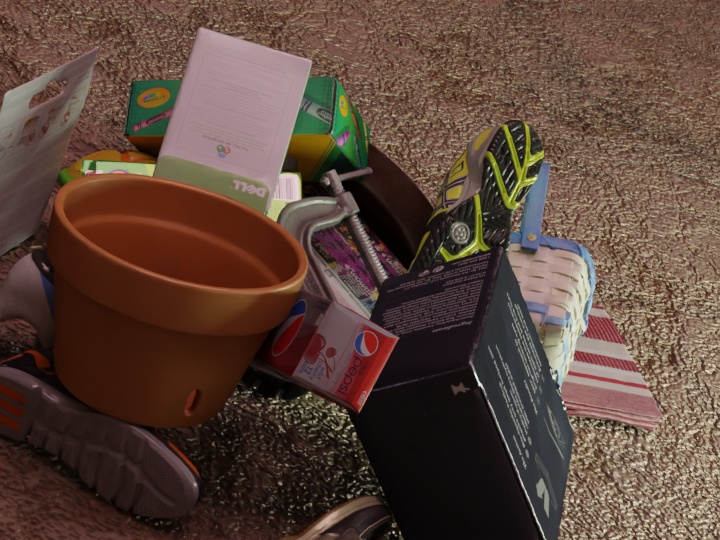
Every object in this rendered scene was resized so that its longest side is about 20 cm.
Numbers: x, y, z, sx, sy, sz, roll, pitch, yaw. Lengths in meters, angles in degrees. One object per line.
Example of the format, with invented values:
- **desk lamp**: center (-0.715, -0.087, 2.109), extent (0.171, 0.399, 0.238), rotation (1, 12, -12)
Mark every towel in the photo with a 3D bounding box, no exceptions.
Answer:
- **towel**: center (0.212, 0.088, 1.988), extent (0.144, 0.023, 0.200), rotation (12, 29, -19)

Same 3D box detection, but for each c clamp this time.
- **c clamp**: center (0.000, 0.000, 1.722), extent (0.171, 0.027, 0.200), rotation (-9, 73, -53)

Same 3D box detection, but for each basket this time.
- **basket**: center (0.154, 0.016, 1.883), extent (0.139, 0.176, 0.200), rotation (11, 44, 7)

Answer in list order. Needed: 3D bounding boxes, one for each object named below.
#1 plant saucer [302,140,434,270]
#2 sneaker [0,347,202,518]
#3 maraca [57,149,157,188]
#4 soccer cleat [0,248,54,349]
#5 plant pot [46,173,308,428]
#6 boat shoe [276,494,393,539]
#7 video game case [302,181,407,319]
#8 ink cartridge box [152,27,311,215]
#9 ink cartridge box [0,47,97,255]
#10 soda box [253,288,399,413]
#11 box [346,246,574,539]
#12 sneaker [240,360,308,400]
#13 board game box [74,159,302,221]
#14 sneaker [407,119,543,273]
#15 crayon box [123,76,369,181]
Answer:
- **plant saucer**: center (0.006, -0.051, 1.915), extent (0.200, 0.200, 0.034), rotation (38, 65, 23)
- **sneaker**: center (-0.195, 0.114, 1.559), extent (0.200, 0.078, 0.112), rotation (31, 30, 11)
- **maraca**: center (-0.187, -0.042, 1.791), extent (0.200, 0.107, 0.137), rotation (30, 11, 10)
- **soccer cleat**: center (-0.222, 0.060, 1.650), extent (0.200, 0.086, 0.070), rotation (40, 14, -25)
- **plant pot**: center (-0.154, 0.029, 1.524), extent (0.200, 0.140, 0.200), rotation (15, 22, -6)
- **boat shoe**: center (-0.033, 0.232, 1.508), extent (0.065, 0.073, 0.200), rotation (47, 37, 15)
- **video game case**: center (-0.026, 0.007, 1.789), extent (0.200, 0.036, 0.181), rotation (49, 31, 15)
- **ink cartridge box**: center (-0.119, -0.098, 1.682), extent (0.104, 0.059, 0.200), rotation (17, 72, -4)
- **ink cartridge box**: center (-0.308, -0.096, 1.691), extent (0.047, 0.200, 0.160), rotation (28, 28, 11)
- **soda box**: center (-0.040, 0.056, 1.551), extent (0.063, 0.070, 0.200), rotation (29, -3, -17)
- **box**: center (0.086, 0.120, 1.622), extent (0.117, 0.197, 0.200), rotation (-15, 24, 19)
- **sneaker**: center (-0.129, 0.043, 1.740), extent (0.200, 0.078, 0.090), rotation (29, 26, -18)
- **board game box**: center (-0.149, -0.047, 1.704), extent (0.200, 0.030, 0.096), rotation (4, 59, -15)
- **sneaker**: center (0.099, -0.047, 1.813), extent (0.075, 0.076, 0.200), rotation (41, 67, -21)
- **crayon box**: center (-0.103, -0.128, 1.810), extent (0.200, 0.058, 0.119), rotation (1, -18, 16)
